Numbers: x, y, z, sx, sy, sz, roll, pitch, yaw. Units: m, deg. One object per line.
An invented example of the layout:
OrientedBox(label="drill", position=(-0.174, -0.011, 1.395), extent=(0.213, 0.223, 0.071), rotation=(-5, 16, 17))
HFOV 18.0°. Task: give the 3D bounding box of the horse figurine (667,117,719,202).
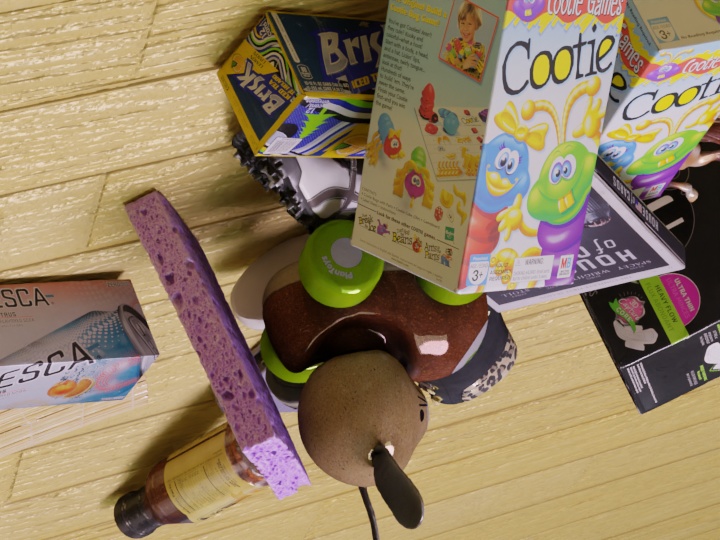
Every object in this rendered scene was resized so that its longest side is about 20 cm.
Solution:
OrientedBox(label="horse figurine", position=(0.228, -0.085, 1.720), extent=(0.132, 0.050, 0.200), rotation=(12, 161, -34))

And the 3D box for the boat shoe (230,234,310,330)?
OrientedBox(label="boat shoe", position=(0.000, 0.000, 1.688), extent=(0.199, 0.072, 0.069), rotation=(-30, 140, -13))

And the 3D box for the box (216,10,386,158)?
OrientedBox(label="box", position=(0.010, -0.116, 1.460), extent=(0.199, 0.070, 0.064), rotation=(-1, 146, -43))

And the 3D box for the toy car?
OrientedBox(label="toy car", position=(0.019, 0.089, 1.535), extent=(0.157, 0.201, 0.164), rotation=(-1, 156, -15))

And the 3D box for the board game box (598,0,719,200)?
OrientedBox(label="board game box", position=(0.181, -0.137, 1.540), extent=(0.104, 0.103, 0.200), rotation=(-13, 154, -26))

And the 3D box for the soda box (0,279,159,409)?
OrientedBox(label="soda box", position=(-0.243, 0.053, 1.562), extent=(0.199, 0.069, 0.064), rotation=(-3, 149, -38))

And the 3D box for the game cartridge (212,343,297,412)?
OrientedBox(label="game cartridge", position=(-0.012, 0.055, 1.839), extent=(0.129, 0.039, 0.200), rotation=(8, 140, -44))

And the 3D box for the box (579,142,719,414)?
OrientedBox(label="box", position=(0.278, -0.004, 1.850), extent=(0.199, 0.149, 0.124), rotation=(-26, 155, 3))

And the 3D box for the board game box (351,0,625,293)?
OrientedBox(label="board game box", position=(0.078, -0.100, 1.380), extent=(0.103, 0.105, 0.201), rotation=(-5, 111, -41))

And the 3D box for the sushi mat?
OrientedBox(label="sushi mat", position=(-0.259, 0.116, 1.749), extent=(0.199, 0.012, 0.096), rotation=(-21, 154, -11))

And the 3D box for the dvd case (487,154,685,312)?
OrientedBox(label="dvd case", position=(0.117, -0.031, 1.557), extent=(0.150, 0.025, 0.200), rotation=(-14, 151, 25))

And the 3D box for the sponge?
OrientedBox(label="sponge", position=(-0.095, 0.051, 1.542), extent=(0.030, 0.201, 0.112), rotation=(-27, 157, 1))

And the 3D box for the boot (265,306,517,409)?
OrientedBox(label="boot", position=(0.033, 0.071, 1.771), extent=(0.203, 0.074, 0.154), rotation=(-33, 147, -7))

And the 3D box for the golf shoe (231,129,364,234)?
OrientedBox(label="golf shoe", position=(-0.019, -0.073, 1.541), extent=(0.094, 0.078, 0.200), rotation=(-45, 156, 1))

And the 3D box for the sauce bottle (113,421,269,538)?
OrientedBox(label="sauce bottle", position=(-0.136, 0.176, 1.910), extent=(0.066, 0.066, 0.200), rotation=(-2, 161, -41))
